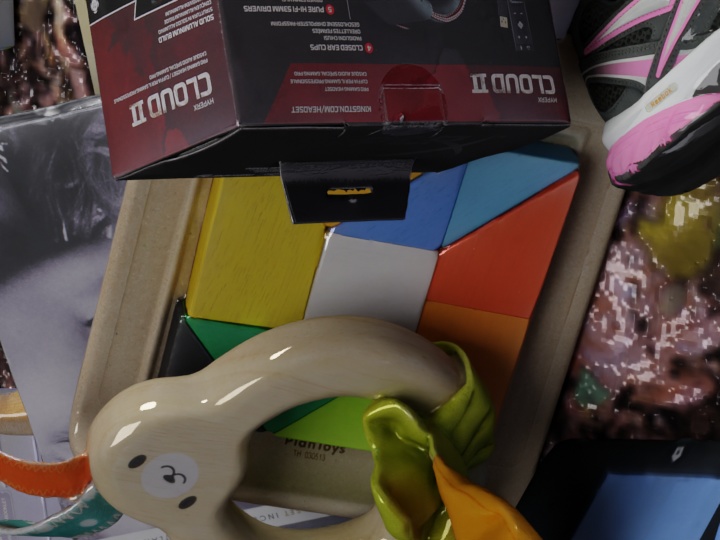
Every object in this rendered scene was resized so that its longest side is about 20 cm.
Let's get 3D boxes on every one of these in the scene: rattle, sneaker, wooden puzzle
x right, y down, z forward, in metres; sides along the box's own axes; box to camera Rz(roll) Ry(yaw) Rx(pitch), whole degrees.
[{"bbox_3d":[-0.040,0.100,0.984,0.130,0.200,0.143,112,151,-48],"label":"rattle"},{"bbox_3d":[0.143,-0.113,0.953,0.200,0.080,0.086,-37,69,29],"label":"sneaker"},{"bbox_3d":[0.000,0.000,1.030,0.185,0.037,0.200,10,110,-14],"label":"wooden puzzle"}]

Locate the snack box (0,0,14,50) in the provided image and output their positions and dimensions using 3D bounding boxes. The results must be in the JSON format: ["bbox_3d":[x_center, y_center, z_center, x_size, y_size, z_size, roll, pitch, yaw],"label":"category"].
[{"bbox_3d":[-0.219,-0.197,1.192,0.142,0.053,0.201,9,106,33],"label":"snack box"}]

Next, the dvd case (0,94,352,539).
[{"bbox_3d":[-0.066,0.022,1.073,0.148,0.016,0.200,-12,115,10],"label":"dvd case"}]

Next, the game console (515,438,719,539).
[{"bbox_3d":[0.079,0.135,0.969,0.177,0.031,0.200,-63,21,-14],"label":"game console"}]

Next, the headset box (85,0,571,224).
[{"bbox_3d":[-0.017,-0.115,0.930,0.075,0.148,0.201,-18,79,49],"label":"headset box"}]

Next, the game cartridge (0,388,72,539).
[{"bbox_3d":[-0.141,0.151,1.232,0.129,0.038,0.201,-1,100,38],"label":"game cartridge"}]

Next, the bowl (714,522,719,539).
[{"bbox_3d":[0.189,0.114,0.902,0.039,0.200,0.201,7,106,54],"label":"bowl"}]

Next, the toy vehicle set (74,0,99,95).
[{"bbox_3d":[-0.047,-0.059,1.083,0.124,0.027,0.200,12,127,31],"label":"toy vehicle set"}]

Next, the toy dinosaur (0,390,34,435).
[{"bbox_3d":[-0.103,0.053,1.143,0.200,0.060,0.106,-20,109,20],"label":"toy dinosaur"}]

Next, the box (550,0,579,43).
[{"bbox_3d":[0.049,-0.206,0.992,0.156,0.041,0.200,42,123,38],"label":"box"}]
